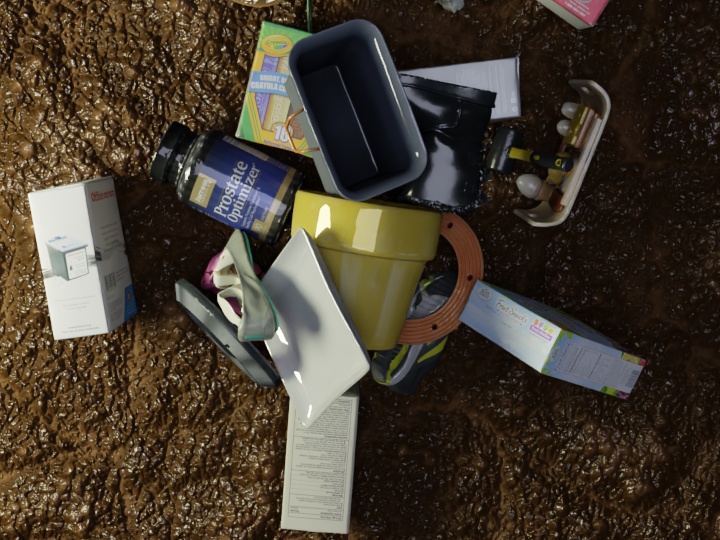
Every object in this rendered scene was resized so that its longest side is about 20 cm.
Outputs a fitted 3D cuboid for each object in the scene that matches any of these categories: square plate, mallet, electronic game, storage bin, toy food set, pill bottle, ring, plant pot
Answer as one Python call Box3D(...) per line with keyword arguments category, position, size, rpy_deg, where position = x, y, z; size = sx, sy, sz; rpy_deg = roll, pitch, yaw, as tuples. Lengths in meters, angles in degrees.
Box3D(category="square plate", position=(-0.065, 0.075, 1.379), size=(0.028, 0.198, 0.202), rpy_deg=(-14, 69, -34))
Box3D(category="mallet", position=(0.231, -0.162, 1.439), size=(0.041, 0.200, 0.067), rpy_deg=(15, 89, -22))
Box3D(category="electronic game", position=(-0.181, 0.087, 1.475), size=(0.042, 0.200, 0.200), rpy_deg=(-44, 95, -11))
Box3D(category="storage bin", position=(-0.027, -0.181, 1.326), size=(0.144, 0.134, 0.202), rpy_deg=(-23, 93, -16))
Box3D(category="toy food set", position=(0.266, -0.160, 1.458), size=(0.060, 0.144, 0.202), rpy_deg=(20, 98, -5))
Box3D(category="pill bottle", position=(-0.184, -0.125, 1.487), size=(0.198, 0.112, 0.113), rpy_deg=(25, 98, -3))
Box3D(category="ring", position=(0.079, 0.006, 1.506), size=(0.198, 0.019, 0.203), rpy_deg=(-7, 72, 24))
Box3D(category="plant pot", position=(0.000, 0.000, 1.438), size=(0.198, 0.201, 0.192), rpy_deg=(8, 96, 0))

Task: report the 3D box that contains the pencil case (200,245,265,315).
Box3D(category="pencil case", position=(-0.135, 0.049, 1.520), size=(0.199, 0.094, 0.091), rpy_deg=(39, 97, -4))

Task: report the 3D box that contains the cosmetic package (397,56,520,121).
Box3D(category="cosmetic package", position=(0.114, -0.238, 1.470), size=(0.197, 0.107, 0.091), rpy_deg=(-3, 97, -1))

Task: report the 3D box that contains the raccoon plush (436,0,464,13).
Box3D(category="raccoon plush", position=(0.089, -0.467, 1.468), size=(0.200, 0.096, 0.135), rpy_deg=(38, 83, -34))

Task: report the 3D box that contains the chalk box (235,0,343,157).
Box3D(category="chalk box", position=(-0.081, -0.265, 1.459), size=(0.122, 0.125, 0.202), rpy_deg=(16, 99, -1))

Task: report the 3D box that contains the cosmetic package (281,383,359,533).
Box3D(category="cosmetic package", position=(-0.058, 0.265, 1.553), size=(0.102, 0.087, 0.203), rpy_deg=(6, 97, -1))

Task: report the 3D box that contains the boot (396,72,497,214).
Box3D(category="boot", position=(0.080, -0.165, 1.393), size=(0.196, 0.073, 0.165), rpy_deg=(10, 98, -5))

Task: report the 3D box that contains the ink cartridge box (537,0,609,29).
Box3D(category="ink cartridge box", position=(0.302, -0.451, 1.447), size=(0.144, 0.083, 0.201), rpy_deg=(33, 97, -4))

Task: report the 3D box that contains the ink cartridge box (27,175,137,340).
Box3D(category="ink cartridge box", position=(-0.380, -0.020, 1.487), size=(0.085, 0.146, 0.203), rpy_deg=(-9, 97, 4))

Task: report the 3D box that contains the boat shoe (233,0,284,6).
Box3D(category="boat shoe", position=(-0.102, -0.408, 1.470), size=(0.198, 0.072, 0.073), rpy_deg=(-2, 117, 22))

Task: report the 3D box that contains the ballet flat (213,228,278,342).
Box3D(category="ballet flat", position=(-0.160, 0.016, 1.405), size=(0.063, 0.201, 0.068), rpy_deg=(-10, 133, -16))

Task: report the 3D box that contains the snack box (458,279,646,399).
Box3D(category="snack box", position=(0.257, 0.093, 1.441), size=(0.199, 0.168, 0.068), rpy_deg=(17, 101, -41))

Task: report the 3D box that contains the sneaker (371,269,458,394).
Box3D(category="sneaker", position=(0.092, 0.088, 1.541), size=(0.074, 0.085, 0.201), rpy_deg=(32, 79, 39))
